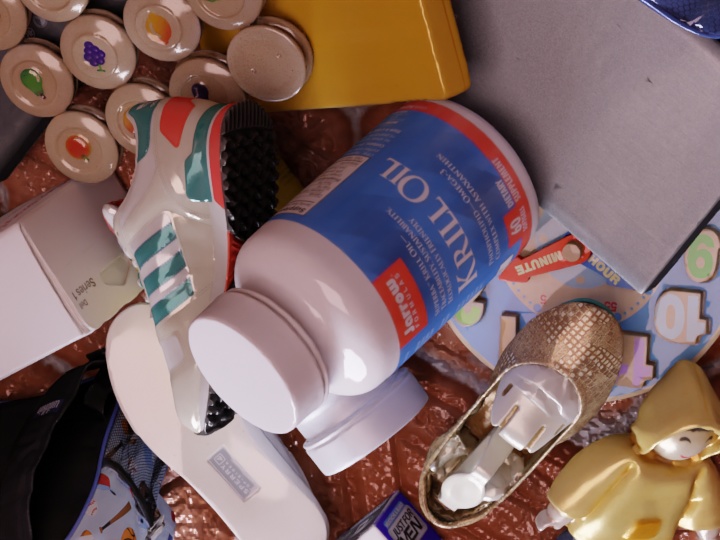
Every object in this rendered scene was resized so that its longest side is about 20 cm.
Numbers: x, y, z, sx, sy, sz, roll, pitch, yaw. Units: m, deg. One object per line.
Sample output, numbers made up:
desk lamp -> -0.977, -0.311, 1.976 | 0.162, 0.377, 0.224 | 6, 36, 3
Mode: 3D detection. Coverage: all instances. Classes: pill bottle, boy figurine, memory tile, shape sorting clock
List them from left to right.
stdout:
memory tile -> -0.137, -0.139, 1.619 | 0.200, 0.017, 0.154 | -22, 111, 31
pill bottle -> -0.050, 0.022, 1.669 | 0.112, 0.112, 0.200 | -34, 95, 25
pill bottle -> 0.000, 0.000, 1.544 | 0.112, 0.200, 0.112 | 34, 150, 23
shape sorting clock -> 0.131, -0.017, 1.636 | 0.199, 0.039, 0.201 | 6, 110, 16
boy figurine -> 0.172, 0.143, 1.653 | 0.124, 0.065, 0.200 | 13, 123, -23

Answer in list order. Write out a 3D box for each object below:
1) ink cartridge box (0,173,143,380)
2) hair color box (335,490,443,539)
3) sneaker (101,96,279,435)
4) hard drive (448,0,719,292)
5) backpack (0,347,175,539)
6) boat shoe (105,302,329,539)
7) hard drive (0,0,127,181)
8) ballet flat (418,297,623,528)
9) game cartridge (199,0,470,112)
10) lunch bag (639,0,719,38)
ink cartridge box -> -0.239, 0.023, 1.713 | 0.200, 0.146, 0.084 | -28, 98, 24
hair color box -> 0.045, 0.252, 1.744 | 0.109, 0.065, 0.200 | -40, 94, 26
sneaker -> -0.102, -0.007, 1.588 | 0.093, 0.070, 0.201 | 12, 109, 29
hard drive -> 0.133, -0.105, 1.576 | 0.200, 0.033, 0.140 | 41, 109, 12
backpack -> -0.214, 0.172, 1.732 | 0.199, 0.191, 0.154 | -22, 117, 24
boat shoe -> -0.089, 0.101, 1.733 | 0.072, 0.069, 0.200 | -43, 99, 3
hard drive -> -0.220, -0.169, 1.689 | 0.140, 0.033, 0.200 | 46, 118, 8
ballet flat -> 0.094, 0.095, 1.641 | 0.070, 0.065, 0.200 | 32, 134, -1
game cartridge -> -0.032, -0.181, 1.592 | 0.200, 0.032, 0.177 | 0, 110, 45
lunch bag -> 0.158, -0.238, 1.494 | 0.200, 0.132, 0.136 | 32, 115, -12
